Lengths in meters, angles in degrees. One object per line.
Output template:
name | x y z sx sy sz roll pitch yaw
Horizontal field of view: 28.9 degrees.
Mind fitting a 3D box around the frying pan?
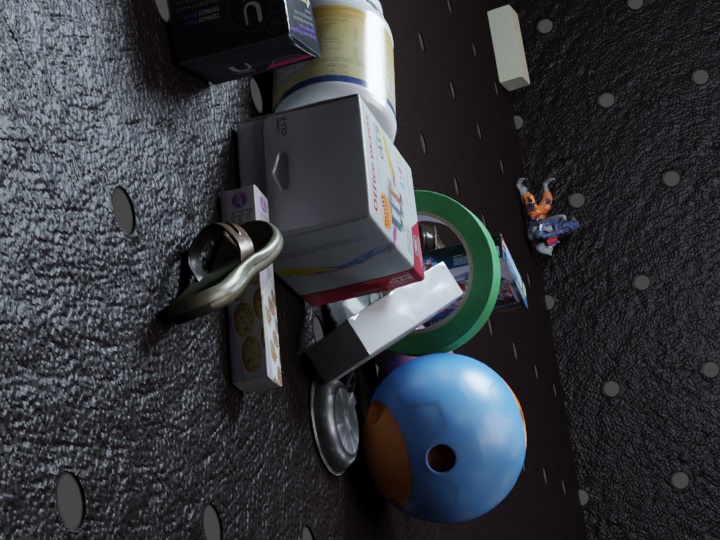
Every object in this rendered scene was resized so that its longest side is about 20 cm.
frying pan | -0.017 0.172 1.602 0.190 0.031 0.116 6 73 -72

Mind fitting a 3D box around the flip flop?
flip flop | -0.128 -0.011 1.256 0.058 0.081 0.200 59 24 -11

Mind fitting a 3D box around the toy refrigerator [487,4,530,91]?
toy refrigerator | 0.382 -0.577 3.632 0.076 0.069 0.202 23 55 -64

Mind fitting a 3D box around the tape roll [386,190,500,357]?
tape roll | 0.072 0.005 1.725 0.048 0.198 0.203 20 59 -72

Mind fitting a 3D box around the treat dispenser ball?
treat dispenser ball | 0.100 0.200 1.673 0.201 0.199 0.203 -12 90 -75

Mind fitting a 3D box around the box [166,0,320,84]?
box | -0.125 -0.302 1.381 0.106 0.121 0.203 18 62 -74

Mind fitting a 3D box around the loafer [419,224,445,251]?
loafer | 0.141 -0.005 2.244 0.201 0.071 0.074 62 21 -46

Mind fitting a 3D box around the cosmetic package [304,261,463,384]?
cosmetic package | 0.030 0.058 1.593 0.051 0.082 0.199 55 41 5

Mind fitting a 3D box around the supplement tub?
supplement tub | -0.031 -0.228 1.633 0.145 0.143 0.202 60 23 -50

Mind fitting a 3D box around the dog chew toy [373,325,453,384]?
dog chew toy | 0.079 0.141 1.818 0.201 0.123 0.125 58 24 -34

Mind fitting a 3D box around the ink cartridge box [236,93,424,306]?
ink cartridge box | -0.031 -0.072 1.509 0.200 0.143 0.147 45 36 -63

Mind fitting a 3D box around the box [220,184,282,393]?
box | -0.107 0.017 1.356 0.039 0.041 0.202 47 34 -63

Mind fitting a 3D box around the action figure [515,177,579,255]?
action figure | 0.461 -0.132 3.509 0.199 0.104 0.196 0 83 -50

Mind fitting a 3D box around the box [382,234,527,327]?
box | 0.110 0.023 1.851 0.137 0.198 0.038 57 25 -54

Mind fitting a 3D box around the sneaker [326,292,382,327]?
sneaker | 0.000 0.000 1.682 0.074 0.086 0.203 35 46 -71
